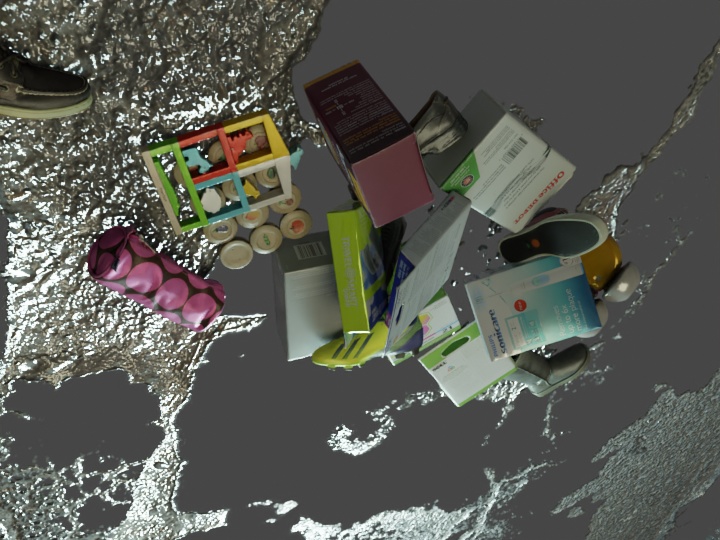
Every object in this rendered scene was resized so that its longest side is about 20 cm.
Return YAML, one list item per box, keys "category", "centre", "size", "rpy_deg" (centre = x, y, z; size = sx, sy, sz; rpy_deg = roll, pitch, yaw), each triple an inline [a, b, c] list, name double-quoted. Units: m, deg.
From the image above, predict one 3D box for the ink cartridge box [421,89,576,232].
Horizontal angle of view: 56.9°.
- category: "ink cartridge box"
  centre: [0.218, -0.164, 1.038]
  size: [0.200, 0.083, 0.147]
  rpy_deg: [24, 116, -39]

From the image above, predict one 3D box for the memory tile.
- category: "memory tile"
  centre: [-0.162, -0.101, 0.942]
  size: [0.153, 0.017, 0.201]
  rpy_deg: [-24, 130, -4]

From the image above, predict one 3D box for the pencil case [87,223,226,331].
- category: "pencil case"
  centre: [-0.282, 0.013, 0.949]
  size: [0.094, 0.091, 0.200]
  rpy_deg: [-45, 136, 7]

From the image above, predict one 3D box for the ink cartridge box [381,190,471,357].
- category: "ink cartridge box"
  centre: [0.085, 0.007, 1.003]
  size: [0.200, 0.043, 0.197]
  rpy_deg: [-46, 159, -31]

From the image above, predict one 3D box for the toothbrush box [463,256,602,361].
- category: "toothbrush box"
  centre: [0.297, 0.055, 1.165]
  size: [0.199, 0.085, 0.147]
  rpy_deg: [-17, 94, 7]

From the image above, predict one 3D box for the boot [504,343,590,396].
- category: "boot"
  centre: [0.396, 0.197, 1.471]
  size: [0.182, 0.073, 0.200]
  rpy_deg: [-45, 127, 13]

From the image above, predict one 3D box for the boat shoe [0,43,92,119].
- category: "boat shoe"
  centre: [-0.391, -0.208, 0.705]
  size: [0.199, 0.073, 0.065]
  rpy_deg: [-2, 135, -25]

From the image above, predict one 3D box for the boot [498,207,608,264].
- category: "boot"
  centre: [0.345, -0.077, 1.111]
  size: [0.144, 0.200, 0.073]
  rpy_deg: [-34, 102, -33]

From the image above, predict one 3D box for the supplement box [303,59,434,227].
- category: "supplement box"
  centre: [0.007, -0.165, 0.849]
  size: [0.085, 0.200, 0.111]
  rpy_deg: [-26, 136, -2]

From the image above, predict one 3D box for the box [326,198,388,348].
- category: "box"
  centre: [0.000, 0.000, 0.981]
  size: [0.047, 0.122, 0.201]
  rpy_deg: [-3, 104, 17]

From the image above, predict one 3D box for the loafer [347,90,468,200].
- category: "loafer"
  centre: [0.056, -0.179, 0.967]
  size: [0.200, 0.073, 0.072]
  rpy_deg: [-37, 113, 4]

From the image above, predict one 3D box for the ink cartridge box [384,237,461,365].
- category: "ink cartridge box"
  centre: [0.077, 0.057, 1.171]
  size: [0.147, 0.076, 0.200]
  rpy_deg: [-29, 137, 0]

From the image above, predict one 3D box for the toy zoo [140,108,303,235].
- category: "toy zoo"
  centre: [-0.173, -0.135, 0.888]
  size: [0.199, 0.020, 0.132]
  rpy_deg: [-20, 129, -8]

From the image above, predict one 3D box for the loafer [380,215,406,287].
- category: "loafer"
  centre: [0.030, -0.007, 1.081]
  size: [0.070, 0.075, 0.201]
  rpy_deg: [-18, 138, -54]

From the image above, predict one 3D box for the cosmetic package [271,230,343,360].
- category: "cosmetic package"
  centre: [-0.082, 0.044, 1.076]
  size: [0.106, 0.090, 0.201]
  rpy_deg: [-11, 136, -18]

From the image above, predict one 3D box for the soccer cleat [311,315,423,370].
- category: "soccer cleat"
  centre: [0.011, 0.112, 1.102]
  size: [0.199, 0.065, 0.084]
  rpy_deg: [-9, 103, -20]

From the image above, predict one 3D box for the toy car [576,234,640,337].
- category: "toy car"
  centre: [0.416, 0.013, 1.266]
  size: [0.200, 0.175, 0.150]
  rpy_deg: [-56, 168, 21]

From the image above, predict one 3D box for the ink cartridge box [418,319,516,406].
- category: "ink cartridge box"
  centre: [0.203, 0.163, 1.321]
  size: [0.148, 0.076, 0.200]
  rpy_deg: [-35, 131, 6]
